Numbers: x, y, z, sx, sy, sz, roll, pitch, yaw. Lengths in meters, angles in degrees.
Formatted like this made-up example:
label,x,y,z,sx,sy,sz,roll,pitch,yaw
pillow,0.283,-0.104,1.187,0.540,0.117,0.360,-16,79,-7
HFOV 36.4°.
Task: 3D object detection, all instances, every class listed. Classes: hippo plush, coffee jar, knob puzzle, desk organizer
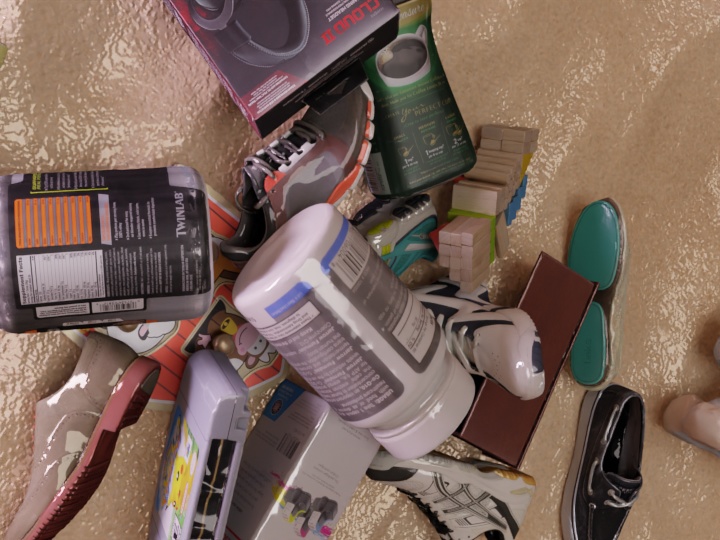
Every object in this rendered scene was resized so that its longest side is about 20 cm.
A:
label,x,y,z,sx,sy,sz,roll,pitch,yaw
hippo plush,0.448,0.142,1.193,0.198,0.159,0.163,31,83,-24
coffee jar,0.031,-0.174,0.997,0.103,0.085,0.203,-21,105,-15
knob puzzle,-0.135,0.038,0.968,0.216,0.030,0.224,-3,96,-26
desk organizer,0.152,0.084,1.092,0.076,0.071,0.203,28,83,-23

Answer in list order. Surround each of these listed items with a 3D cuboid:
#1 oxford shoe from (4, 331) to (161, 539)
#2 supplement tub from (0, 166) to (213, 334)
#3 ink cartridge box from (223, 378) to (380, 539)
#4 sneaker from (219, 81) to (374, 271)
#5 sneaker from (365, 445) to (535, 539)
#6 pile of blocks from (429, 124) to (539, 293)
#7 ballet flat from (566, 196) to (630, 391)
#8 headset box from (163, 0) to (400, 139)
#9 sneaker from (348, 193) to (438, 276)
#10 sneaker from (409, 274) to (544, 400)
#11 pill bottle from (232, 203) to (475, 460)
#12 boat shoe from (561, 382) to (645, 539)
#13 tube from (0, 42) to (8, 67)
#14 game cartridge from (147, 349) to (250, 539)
label,x,y,z,sx,sy,sz,roll,pitch,yaw
oxford shoe,-0.246,0.146,0.916,0.074,0.070,0.202,32,87,7
supplement tub,-0.218,-0.016,0.861,0.196,0.122,0.125,-4,97,-14
ink cartridge box,-0.075,0.208,0.968,0.067,0.115,0.202,34,81,-24
sneaker,-0.056,-0.084,0.931,0.081,0.077,0.203,23,93,-41
sneaker,0.085,0.225,1.070,0.197,0.075,0.089,18,87,-26
pile of blocks,0.114,-0.065,1.058,0.201,0.061,0.083,-60,149,-34
ballet flat,0.250,0.023,1.148,0.062,0.067,0.204,-5,102,-53
headset box,-0.071,-0.220,0.895,0.148,0.077,0.201,-35,86,-3
sneaker,0.000,0.000,1.004,0.198,0.077,0.081,-30,119,-27
sneaker,0.077,0.067,0.991,0.127,0.200,0.081,-13,121,-13
pill bottle,-0.001,0.054,0.895,0.114,0.113,0.200,-47,110,-14
boat shoe,0.266,0.223,1.162,0.071,0.068,0.204,9,91,-26
tube,-0.337,-0.093,0.850,0.057,0.052,0.203,23,90,13
game cartridge,-0.139,0.176,0.920,0.040,0.133,0.204,11,99,-18
